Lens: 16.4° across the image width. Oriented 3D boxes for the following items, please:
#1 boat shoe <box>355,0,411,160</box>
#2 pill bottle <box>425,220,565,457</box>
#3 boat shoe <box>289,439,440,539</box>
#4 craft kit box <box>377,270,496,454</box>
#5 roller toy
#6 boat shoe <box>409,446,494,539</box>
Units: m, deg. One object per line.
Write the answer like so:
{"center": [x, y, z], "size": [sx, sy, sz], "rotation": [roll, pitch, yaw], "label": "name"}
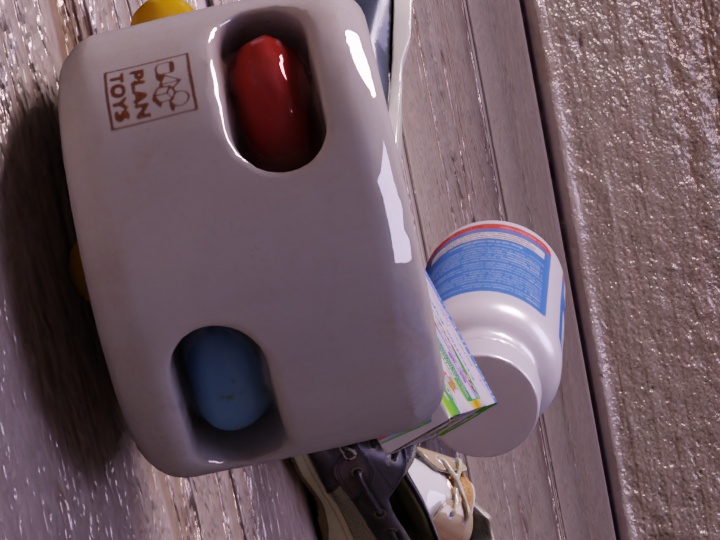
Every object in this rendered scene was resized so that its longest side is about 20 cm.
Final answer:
{"center": [-0.003, -0.100, 1.549], "size": [0.075, 0.061, 0.201], "rotation": [101, -7, -72], "label": "boat shoe"}
{"center": [0.093, 0.051, 1.820], "size": [0.200, 0.112, 0.113], "rotation": [-76, 155, -65], "label": "pill bottle"}
{"center": [0.000, 0.099, 1.387], "size": [0.072, 0.066, 0.201], "rotation": [-87, 165, -47], "label": "boat shoe"}
{"center": [0.000, 0.000, 1.362], "size": [0.201, 0.048, 0.197], "rotation": [61, 6, 6], "label": "craft kit box"}
{"center": [-0.050, -0.016, 1.006], "size": [0.182, 0.139, 0.201], "rotation": [-107, -175, -86], "label": "roller toy"}
{"center": [0.037, 0.140, 1.550], "size": [0.200, 0.068, 0.075], "rotation": [58, 25, -65], "label": "boat shoe"}
